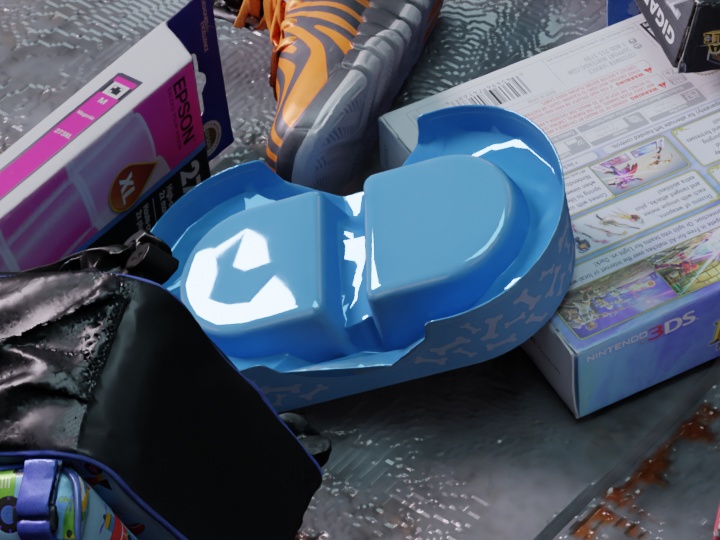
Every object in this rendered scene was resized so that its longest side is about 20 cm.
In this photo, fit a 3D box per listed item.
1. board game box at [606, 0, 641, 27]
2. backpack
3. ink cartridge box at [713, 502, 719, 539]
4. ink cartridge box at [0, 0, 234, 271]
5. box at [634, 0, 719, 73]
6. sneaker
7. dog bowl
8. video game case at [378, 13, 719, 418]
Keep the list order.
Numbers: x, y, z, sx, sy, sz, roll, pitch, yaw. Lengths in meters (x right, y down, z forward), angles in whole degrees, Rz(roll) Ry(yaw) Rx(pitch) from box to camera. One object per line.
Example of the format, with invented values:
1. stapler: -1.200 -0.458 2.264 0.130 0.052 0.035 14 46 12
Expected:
1. board game box: 0.201 -0.191 1.458 0.150 0.037 0.201 0 44 6
2. backpack: -0.138 0.080 1.110 0.199 0.183 0.135 -1 58 27
3. ink cartridge box: 0.189 0.078 1.086 0.082 0.146 0.201 6 44 15
4. ink cartridge box: -0.115 -0.034 1.284 0.037 0.095 0.200 22 50 29
5. box: 0.204 -0.182 1.367 0.197 0.050 0.201 -8 47 -19
6. sneaker: -0.034 -0.109 1.356 0.111 0.078 0.200 22 36 5
7. dog bowl: 0.000 0.000 1.229 0.199 0.050 0.112 -14 51 16
8. video game case: 0.137 -0.038 1.294 0.199 0.046 0.181 -22 44 -16
